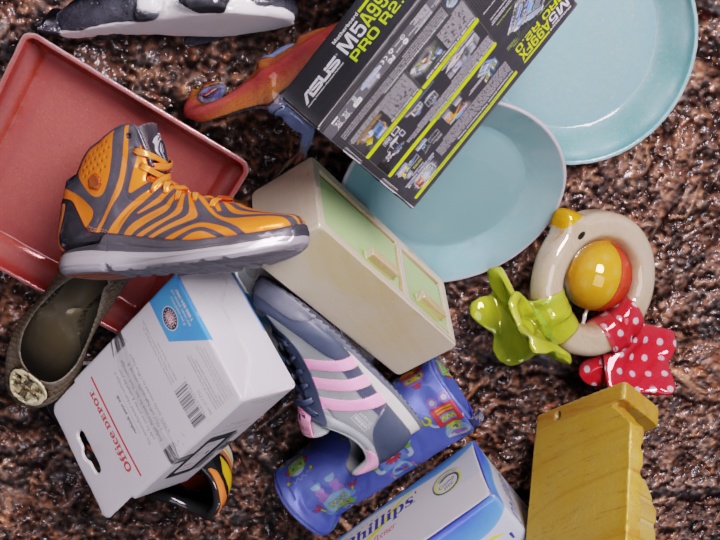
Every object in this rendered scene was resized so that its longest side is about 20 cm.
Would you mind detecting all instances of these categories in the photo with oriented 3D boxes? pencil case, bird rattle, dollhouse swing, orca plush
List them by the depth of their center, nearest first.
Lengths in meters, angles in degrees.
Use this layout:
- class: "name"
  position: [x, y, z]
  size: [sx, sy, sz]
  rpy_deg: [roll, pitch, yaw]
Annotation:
- class: "orca plush"
  position: [-0.150, -0.221, 0.860]
  size: [0.197, 0.105, 0.072]
  rpy_deg: [-6, 84, 13]
- class: "bird rattle"
  position: [0.209, 0.031, 0.978]
  size: [0.198, 0.113, 0.165]
  rpy_deg: [13, 97, -20]
- class: "dollhouse swing"
  position: [0.246, 0.239, 0.986]
  size: [0.174, 0.202, 0.181]
  rpy_deg: [21, 151, -21]
- class: "pencil case"
  position: [0.016, 0.162, 1.020]
  size: [0.199, 0.078, 0.087]
  rpy_deg: [-37, 122, 7]

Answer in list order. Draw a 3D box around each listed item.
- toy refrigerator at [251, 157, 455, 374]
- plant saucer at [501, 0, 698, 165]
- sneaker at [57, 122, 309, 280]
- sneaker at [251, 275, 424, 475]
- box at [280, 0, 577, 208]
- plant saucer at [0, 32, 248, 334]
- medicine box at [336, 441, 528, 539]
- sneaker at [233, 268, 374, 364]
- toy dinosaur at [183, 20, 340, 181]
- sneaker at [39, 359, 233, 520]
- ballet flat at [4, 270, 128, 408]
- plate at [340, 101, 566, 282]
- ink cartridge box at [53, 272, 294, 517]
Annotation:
- class: "toy refrigerator"
  position: [0.000, 0.000, 0.912]
  size: [0.069, 0.077, 0.200]
  rpy_deg: [-28, 135, 22]
- class: "plant saucer"
  position: [0.182, -0.191, 0.928]
  size: [0.197, 0.036, 0.202]
  rpy_deg: [-3, 112, -7]
- class: "sneaker"
  position: [-0.135, -0.056, 0.814]
  size: [0.197, 0.078, 0.114]
  rpy_deg: [-3, 83, 12]
- class: "sneaker"
  position: [-0.033, 0.092, 0.913]
  size: [0.082, 0.070, 0.200]
  rpy_deg: [-45, 111, -4]
- class: "box"
  position: [0.055, -0.157, 0.781]
  size: [0.201, 0.044, 0.160]
  rpy_deg: [-51, 149, 5]
- class: "plant saucer"
  position: [-0.219, -0.065, 0.903]
  size: [0.199, 0.037, 0.200]
  rpy_deg: [30, 115, -13]
- class: "medicine box"
  position: [0.100, 0.305, 1.072]
  size: [0.181, 0.103, 0.200]
  rpy_deg: [-37, 112, 7]
- class: "sneaker"
  position: [-0.066, 0.026, 0.965]
  size: [0.081, 0.076, 0.200]
  rpy_deg: [-44, 113, -6]
- class: "toy dinosaur"
  position: [-0.052, -0.163, 0.853]
  size: [0.179, 0.106, 0.201]
  rpy_deg: [-9, 141, -7]
- class: "sneaker"
  position: [-0.198, 0.151, 0.980]
  size: [0.199, 0.090, 0.070]
  rpy_deg: [33, 104, -18]
- class: "ballet flat"
  position: [-0.242, 0.042, 0.911]
  size: [0.067, 0.046, 0.200]
  rpy_deg: [35, 113, -10]
- class: "plate"
  position: [0.076, -0.068, 0.940]
  size: [0.197, 0.026, 0.202]
  rpy_deg: [-7, 134, -7]
- class: "ink cartridge box"
  position: [-0.158, 0.103, 0.907]
  size: [0.200, 0.068, 0.117]
  rpy_deg: [-41, 71, 31]
